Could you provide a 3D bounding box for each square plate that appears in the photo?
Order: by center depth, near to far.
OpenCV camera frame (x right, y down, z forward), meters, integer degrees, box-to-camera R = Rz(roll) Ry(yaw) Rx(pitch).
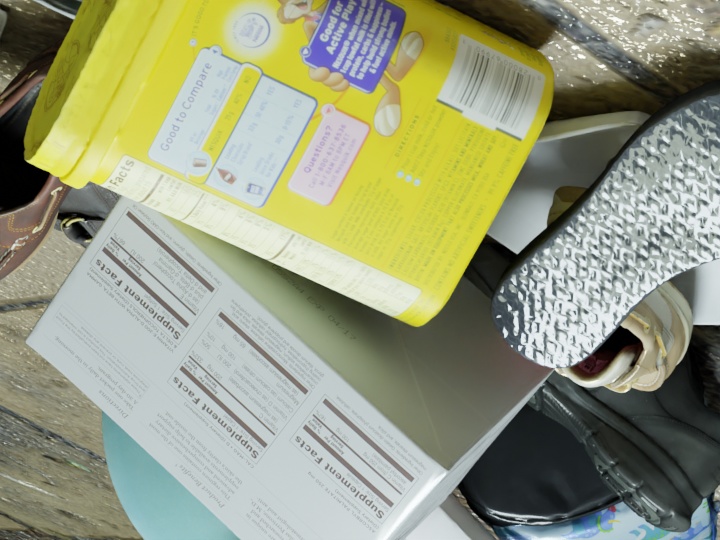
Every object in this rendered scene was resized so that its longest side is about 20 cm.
[{"bbox_3d":[0.140,-0.027,1.271,0.198,0.029,0.200,33,159,-31],"label":"square plate"}]

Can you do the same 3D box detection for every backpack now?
[{"bbox_3d":[0.148,0.129,1.541,0.163,0.154,0.200,-23,171,2],"label":"backpack"}]

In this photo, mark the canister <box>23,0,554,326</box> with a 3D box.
[{"bbox_3d":[-0.031,-0.075,1.133,0.199,0.149,0.087,25,-165,-17],"label":"canister"}]

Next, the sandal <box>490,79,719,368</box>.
[{"bbox_3d":[0.136,-0.030,1.146,0.200,0.043,0.076,-36,102,35],"label":"sandal"}]

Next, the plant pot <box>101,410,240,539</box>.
[{"bbox_3d":[-0.034,0.089,1.559,0.200,0.201,0.161,32,152,-31],"label":"plant pot"}]

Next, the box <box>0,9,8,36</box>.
[{"bbox_3d":[-0.269,-0.104,1.432,0.095,0.078,0.200,24,162,-9],"label":"box"}]

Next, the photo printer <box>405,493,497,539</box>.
[{"bbox_3d":[0.022,0.217,1.479,0.200,0.166,0.069,46,-178,-29],"label":"photo printer"}]

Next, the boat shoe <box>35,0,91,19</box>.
[{"bbox_3d":[-0.073,-0.110,1.203,0.199,0.067,0.073,27,162,-19],"label":"boat shoe"}]

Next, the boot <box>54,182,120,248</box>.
[{"bbox_3d":[-0.104,-0.018,1.432,0.199,0.069,0.174,3,148,28],"label":"boot"}]

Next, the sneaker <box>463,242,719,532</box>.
[{"bbox_3d":[0.136,0.052,1.421,0.200,0.091,0.076,46,171,8],"label":"sneaker"}]

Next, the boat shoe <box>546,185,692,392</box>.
[{"bbox_3d":[0.122,0.026,1.286,0.073,0.069,0.200,15,161,22],"label":"boat shoe"}]

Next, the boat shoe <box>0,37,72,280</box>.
[{"bbox_3d":[-0.190,-0.053,1.356,0.070,0.070,0.200,41,126,3],"label":"boat shoe"}]

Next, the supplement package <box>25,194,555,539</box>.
[{"bbox_3d":[-0.031,0.040,1.238,0.200,0.156,0.111,42,119,8],"label":"supplement package"}]
